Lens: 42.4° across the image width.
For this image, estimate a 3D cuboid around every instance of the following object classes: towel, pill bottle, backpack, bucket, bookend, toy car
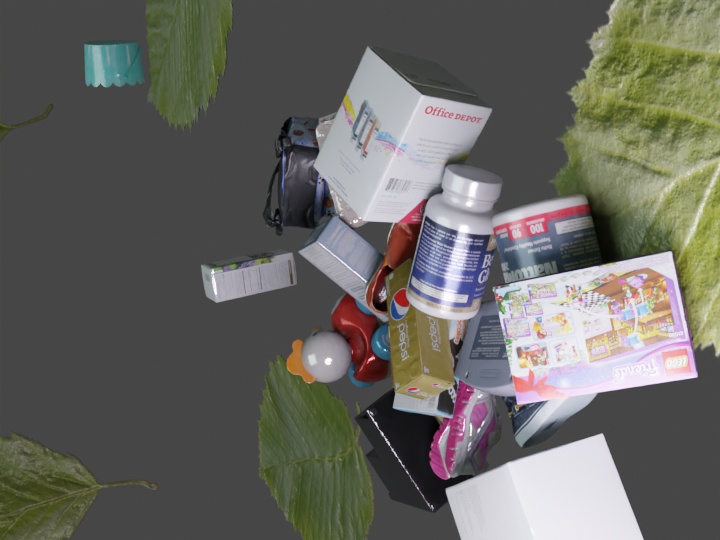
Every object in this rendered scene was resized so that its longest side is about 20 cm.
[{"bbox_3d":[0.004,-0.180,1.557,0.034,0.132,0.202,8,-116,-71],"label":"towel"},{"bbox_3d":[0.236,0.018,1.119,0.119,0.119,0.202,-20,83,66],"label":"pill bottle"},{"bbox_3d":[-0.093,-0.192,1.703,0.191,0.153,0.201,-97,15,-51],"label":"backpack"},{"bbox_3d":[-0.817,-0.688,3.074,0.207,0.206,0.136,34,128,58],"label":"bucket"},{"bbox_3d":[0.067,0.290,1.562,0.199,0.092,0.200,57,161,-3],"label":"bookend"},{"bbox_3d":[0.137,-0.042,1.308,0.111,0.110,0.201,43,127,53],"label":"pill bottle"},{"bbox_3d":[-0.047,0.134,1.708,0.178,0.199,0.185,70,154,19],"label":"toy car"}]

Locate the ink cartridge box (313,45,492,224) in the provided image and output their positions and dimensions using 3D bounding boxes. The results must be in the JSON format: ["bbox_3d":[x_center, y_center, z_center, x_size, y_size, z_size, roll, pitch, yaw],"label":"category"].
[{"bbox_3d":[0.057,-0.189,1.315,0.145,0.145,0.201,50,123,37],"label":"ink cartridge box"}]

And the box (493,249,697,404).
[{"bbox_3d":[0.258,0.064,1.030,0.039,0.198,0.138,-10,-91,-70],"label":"box"}]

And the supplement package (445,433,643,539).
[{"bbox_3d":[0.236,0.324,1.221,0.200,0.150,0.153,130,125,-61],"label":"supplement package"}]

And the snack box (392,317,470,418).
[{"bbox_3d":[0.113,0.121,1.430,0.116,0.037,0.202,-5,71,58],"label":"snack box"}]

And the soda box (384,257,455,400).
[{"bbox_3d":[0.087,0.087,1.389,0.068,0.064,0.201,-39,45,41],"label":"soda box"}]

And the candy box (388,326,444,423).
[{"bbox_3d":[0.117,0.167,1.533,0.200,0.055,0.116,26,123,60],"label":"candy box"}]

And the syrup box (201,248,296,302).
[{"bbox_3d":[-0.252,0.009,2.113,0.079,0.199,0.082,18,119,62],"label":"syrup box"}]

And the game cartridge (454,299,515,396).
[{"bbox_3d":[0.200,0.104,1.267,0.200,0.041,0.134,-12,62,67],"label":"game cartridge"}]

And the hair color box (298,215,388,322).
[{"bbox_3d":[0.000,0.000,1.576,0.200,0.061,0.099,40,159,-12],"label":"hair color box"}]

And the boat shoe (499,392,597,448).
[{"bbox_3d":[0.240,0.160,1.234,0.091,0.070,0.201,65,154,24],"label":"boat shoe"}]

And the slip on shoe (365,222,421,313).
[{"bbox_3d":[0.066,-0.017,1.482,0.061,0.074,0.201,-98,34,-72],"label":"slip on shoe"}]

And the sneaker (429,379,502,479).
[{"bbox_3d":[0.172,0.220,1.411,0.081,0.088,0.202,22,98,60],"label":"sneaker"}]
